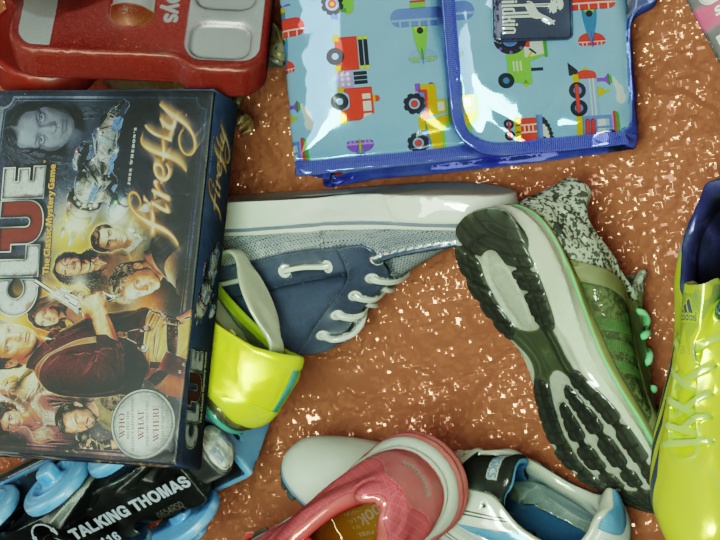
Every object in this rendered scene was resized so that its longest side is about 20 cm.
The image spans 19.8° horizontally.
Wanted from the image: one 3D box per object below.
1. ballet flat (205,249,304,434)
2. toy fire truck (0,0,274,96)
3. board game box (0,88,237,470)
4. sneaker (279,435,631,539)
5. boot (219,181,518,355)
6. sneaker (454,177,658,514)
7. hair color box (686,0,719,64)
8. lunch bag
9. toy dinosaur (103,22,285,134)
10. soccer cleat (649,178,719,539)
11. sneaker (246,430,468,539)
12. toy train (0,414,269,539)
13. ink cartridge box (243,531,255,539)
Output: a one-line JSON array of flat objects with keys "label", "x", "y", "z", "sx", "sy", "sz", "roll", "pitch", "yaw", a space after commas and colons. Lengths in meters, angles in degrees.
[{"label": "ballet flat", "x": -0.099, "y": 0.000, "z": 1.152, "sx": 0.067, "sy": 0.067, "sz": 0.200, "roll": -47, "pitch": 68, "yaw": 21}, {"label": "toy fire truck", "x": -0.124, "y": -0.182, "z": 1.168, "sx": 0.167, "sy": 0.112, "sz": 0.201, "roll": 4, "pitch": 53, "yaw": 1}, {"label": "board game box", "x": -0.143, "y": 0.003, "z": 1.116, "sx": 0.135, "sy": 0.035, "sz": 0.201, "roll": 1, "pitch": 80, "yaw": 20}, {"label": "sneaker", "x": 0.052, "y": 0.120, "z": 1.128, "sx": 0.199, "sy": 0.072, "sz": 0.073, "roll": 14, "pitch": 126, "yaw": 16}, {"label": "boot", "x": 0.000, "y": 0.000, "z": 1.160, "sx": 0.199, "sy": 0.073, "sz": 0.091, "roll": -2, "pitch": 97, "yaw": 31}, {"label": "sneaker", "x": 0.133, "y": 0.037, "z": 1.096, "sx": 0.077, "sy": 0.089, "sz": 0.200, "roll": -4, "pitch": 117, "yaw": 57}, {"label": "hair color box", "x": 0.192, "y": -0.208, "z": 1.073, "sx": 0.100, "sy": 0.060, "sz": 0.200, "roll": -30, "pitch": 79, "yaw": 20}, {"label": "lunch bag", "x": 0.063, "y": -0.132, "z": 1.127, "sx": 0.199, "sy": 0.094, "sz": 0.151, "roll": -6, "pitch": 88, "yaw": 11}, {"label": "toy dinosaur", "x": -0.110, "y": -0.108, "z": 1.216, "sx": 0.199, "sy": 0.060, "sz": 0.107, "roll": 2, "pitch": 81, "yaw": 35}, {"label": "soccer cleat", "x": 0.174, "y": 0.047, "z": 1.036, "sx": 0.065, "sy": 0.084, "sz": 0.201, "roll": 0, "pitch": 62, "yaw": 28}, {"label": "sneaker", "x": -0.034, "y": 0.159, "z": 1.090, "sx": 0.074, "sy": 0.087, "sz": 0.200, "roll": 49, "pitch": 114, "yaw": 11}, {"label": "toy train", "x": -0.147, "y": 0.122, "z": 1.195, "sx": 0.200, "sy": 0.114, "sz": 0.087, "roll": -28, "pitch": 111, "yaw": 28}, {"label": "ink cartridge box", "x": 0.000, "y": 0.256, "z": 1.146, "sx": 0.160, "sy": 0.050, "sz": 0.201, "roll": 7, "pitch": 112, "yaw": 23}]
